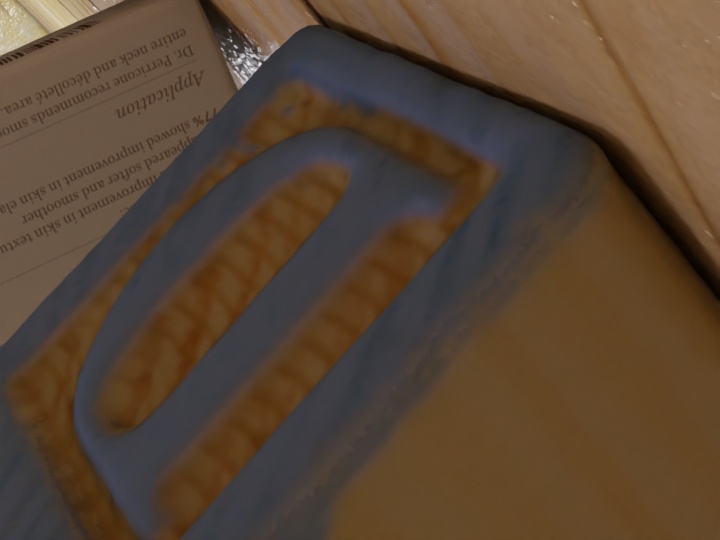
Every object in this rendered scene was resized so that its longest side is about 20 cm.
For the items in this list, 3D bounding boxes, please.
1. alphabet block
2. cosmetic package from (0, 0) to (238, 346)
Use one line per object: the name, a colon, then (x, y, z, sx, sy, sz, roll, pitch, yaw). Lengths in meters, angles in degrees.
alphabet block: (0.016, 0.071, 0.438, 0.200, 0.195, 0.196, 46, 177, -30)
cosmetic package: (-0.134, -0.020, 0.721, 0.202, 0.166, 0.166, 68, 167, -15)
